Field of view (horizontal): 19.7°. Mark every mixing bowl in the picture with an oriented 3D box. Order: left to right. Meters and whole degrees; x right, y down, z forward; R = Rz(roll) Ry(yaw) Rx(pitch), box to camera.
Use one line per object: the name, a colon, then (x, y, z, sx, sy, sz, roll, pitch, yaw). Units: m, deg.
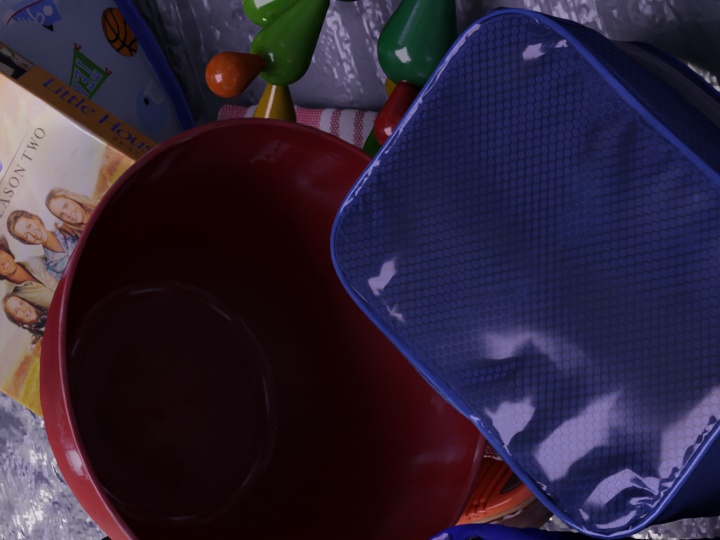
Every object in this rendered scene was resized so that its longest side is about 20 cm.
mixing bowl: (-0.056, 0.046, 0.859, 0.108, 0.199, 0.201, -19, 94, 54)

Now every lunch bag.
lunch bag: (-0.171, -0.051, 1.062, 0.170, 0.124, 0.201, -10, 114, 48)
lunch bag: (0.096, -0.003, 0.780, 0.200, 0.132, 0.136, 48, 112, 26)

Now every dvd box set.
dvd box set: (-0.135, -0.003, 0.962, 0.199, 0.029, 0.147, 34, 116, 0)

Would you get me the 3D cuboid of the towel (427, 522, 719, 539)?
towel: (0.132, 0.120, 0.768, 0.147, 0.199, 0.050, 11, 91, 44)

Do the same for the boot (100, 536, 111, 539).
boot: (-0.079, 0.201, 1.127, 0.199, 0.068, 0.131, -9, 107, 50)

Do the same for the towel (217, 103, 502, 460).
towel: (0.000, 0.000, 0.947, 0.199, 0.030, 0.147, 8, 95, 44)

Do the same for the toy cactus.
toy cactus: (0.005, -0.140, 0.858, 0.164, 0.102, 0.201, -15, 83, 37)

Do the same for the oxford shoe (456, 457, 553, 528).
oxford shoe: (0.047, 0.133, 0.965, 0.073, 0.071, 0.200, 46, 145, -3)
